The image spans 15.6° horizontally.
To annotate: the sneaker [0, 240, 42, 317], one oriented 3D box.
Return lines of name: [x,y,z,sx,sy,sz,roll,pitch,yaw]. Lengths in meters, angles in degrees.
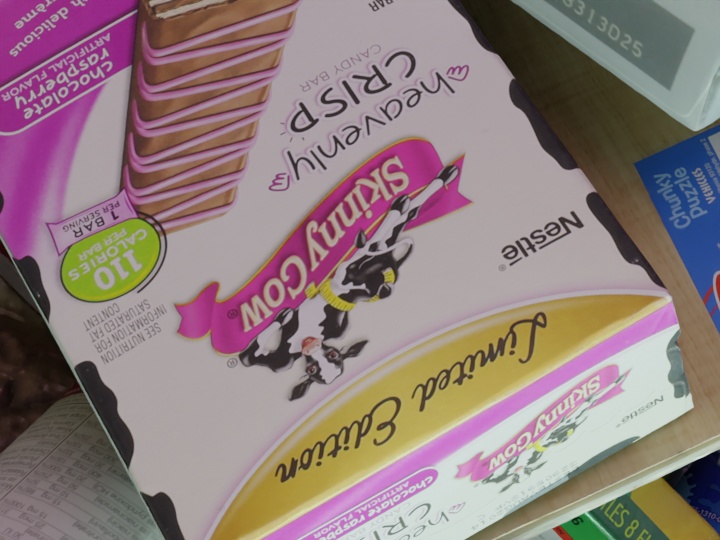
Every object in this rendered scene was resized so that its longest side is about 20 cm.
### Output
sneaker: [-0.122,-0.053,0.814,0.200,0.113,0.071,31,63,5]

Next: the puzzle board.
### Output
puzzle board: [0.045,-0.025,0.723,0.150,0.017,0.200,-25,58,2]

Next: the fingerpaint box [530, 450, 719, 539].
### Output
fingerpaint box: [0.126,0.056,0.792,0.200,0.073,0.167,47,58,-14]

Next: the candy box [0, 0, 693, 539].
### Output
candy box: [-0.022,-0.017,0.689,0.136,0.061,0.200,-30,58,-5]

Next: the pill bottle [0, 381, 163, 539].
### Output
pill bottle: [-0.085,0.112,0.722,0.109,0.110,0.200,38,53,9]

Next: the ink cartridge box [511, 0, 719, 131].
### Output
ink cartridge box: [0.092,-0.138,0.727,0.162,0.050,0.200,38,51,19]
